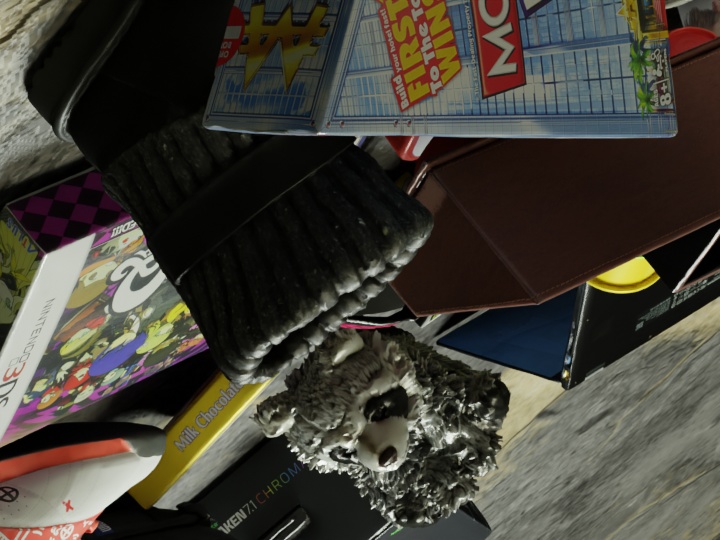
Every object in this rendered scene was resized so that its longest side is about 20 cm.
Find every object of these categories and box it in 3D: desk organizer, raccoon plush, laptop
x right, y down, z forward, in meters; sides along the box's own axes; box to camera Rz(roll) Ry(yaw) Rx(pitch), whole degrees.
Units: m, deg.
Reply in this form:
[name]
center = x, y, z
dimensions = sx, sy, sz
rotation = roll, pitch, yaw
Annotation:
[desk organizer]
center = 0.106, -0.027, 1.263
dimensions = 0.200, 0.077, 0.072
rotation = -24, 157, -38
[raccoon plush]
center = -0.017, 0.060, 1.532
dimensions = 0.134, 0.200, 0.097
rotation = 30, 86, -34
[laptop]
center = 0.158, -0.024, 1.735
dimensions = 0.187, 0.116, 0.200
rotation = -30, 149, -26

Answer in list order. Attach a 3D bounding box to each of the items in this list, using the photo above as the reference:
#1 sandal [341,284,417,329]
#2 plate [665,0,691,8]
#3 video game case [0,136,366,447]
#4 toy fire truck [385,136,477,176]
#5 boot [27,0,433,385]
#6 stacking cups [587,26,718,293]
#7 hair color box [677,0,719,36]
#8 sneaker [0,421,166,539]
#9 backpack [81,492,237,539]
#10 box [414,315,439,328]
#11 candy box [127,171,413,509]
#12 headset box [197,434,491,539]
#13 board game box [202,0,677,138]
[sandal]
center = 0.000, 0.000, 1.387
dimensions = 0.075, 0.045, 0.200
rotation = -52, 152, 20
[plate]
center = 0.232, -0.165, 1.300
dimensions = 0.199, 0.032, 0.200
rotation = -19, -176, 18
[video game case]
center = -0.100, -0.001, 1.359
dimensions = 0.200, 0.036, 0.181
rotation = -25, 159, -37
[toy fire truck]
center = 0.078, -0.128, 1.279
dimensions = 0.168, 0.112, 0.200
rotation = -28, 158, -31
[boot]
center = -0.024, -0.074, 1.139
dimensions = 0.079, 0.158, 0.211
rotation = -14, 150, -52
[stacking cups]
center = 0.143, -0.060, 1.446
dimensions = 0.060, 0.061, 0.200
rotation = -32, 160, -20
[hair color box]
center = 0.218, -0.097, 1.386
dimensions = 0.060, 0.100, 0.200
rotation = -18, -176, -11
[sneaker]
center = -0.174, 0.141, 1.417
dimensions = 0.067, 0.108, 0.201
rotation = 1, -169, 45
[backpack]
center = -0.174, 0.196, 1.508
dimensions = 0.200, 0.163, 0.154
rotation = -4, 100, -41
[box]
center = 0.085, -0.049, 1.520
dimensions = 0.110, 0.035, 0.200
rotation = -34, 169, -26
[candy box]
center = -0.043, 0.036, 1.525
dimensions = 0.200, 0.026, 0.102
rotation = -47, 179, 21
[headset box]
center = -0.028, 0.168, 1.804
dimensions = 0.174, 0.093, 0.200
rotation = -40, 161, 2
[board game box]
center = 0.024, -0.124, 1.076
dimensions = 0.062, 0.201, 0.200
rotation = 4, -161, 43
